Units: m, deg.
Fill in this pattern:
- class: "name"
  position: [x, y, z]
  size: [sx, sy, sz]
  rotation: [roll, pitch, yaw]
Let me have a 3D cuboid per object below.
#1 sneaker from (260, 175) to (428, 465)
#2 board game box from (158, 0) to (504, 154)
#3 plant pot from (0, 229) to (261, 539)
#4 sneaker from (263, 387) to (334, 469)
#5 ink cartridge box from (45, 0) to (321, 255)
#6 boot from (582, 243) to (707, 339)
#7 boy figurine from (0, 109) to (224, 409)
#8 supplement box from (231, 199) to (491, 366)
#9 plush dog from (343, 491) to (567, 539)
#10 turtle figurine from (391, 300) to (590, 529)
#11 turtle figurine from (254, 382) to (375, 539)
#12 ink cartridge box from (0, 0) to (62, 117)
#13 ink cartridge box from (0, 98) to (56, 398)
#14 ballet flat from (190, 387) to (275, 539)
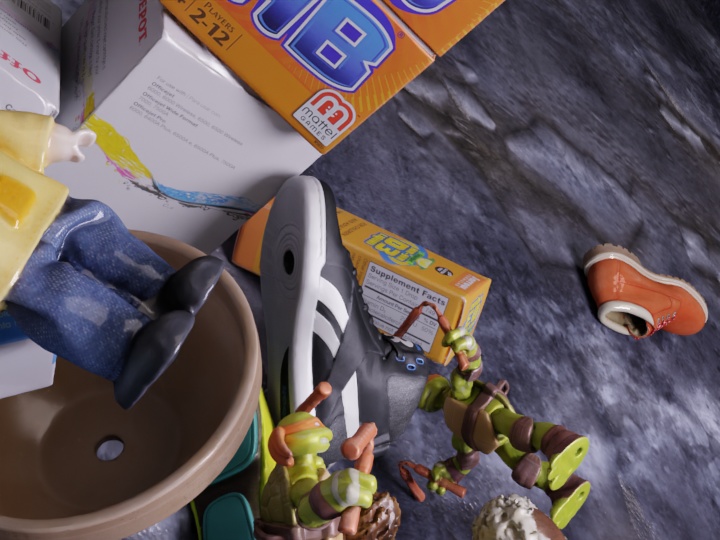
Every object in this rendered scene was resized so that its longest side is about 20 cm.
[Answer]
- class: "sneaker"
  position: [-0.007, 0.033, 0.817]
  size: [0.112, 0.073, 0.200]
  rotation: [-3, 101, -29]
- class: "board game box"
  position: [-0.011, -0.242, 0.743]
  size: [0.200, 0.200, 0.200]
  rotation: [42, 31, -18]
- class: "plant pot"
  position: [-0.151, 0.079, 0.670]
  size: [0.093, 0.200, 0.201]
  rotation: [83, -2, -50]
- class: "sneaker"
  position: [-0.012, 0.071, 0.939]
  size: [0.080, 0.076, 0.200]
  rotation: [39, 29, -3]
- class: "ink cartridge box"
  position: [-0.138, -0.110, 0.827]
  size: [0.145, 0.200, 0.147]
  rotation: [29, 37, -34]
- class: "boot"
  position: [0.363, 0.054, 1.476]
  size: [0.200, 0.075, 0.107]
  rotation: [24, 42, -26]
- class: "boy figurine"
  position: [-0.157, -0.029, 0.495]
  size: [0.200, 0.064, 0.124]
  rotation: [36, 48, -9]
- class: "supplement box"
  position: [0.000, 0.000, 0.947]
  size: [0.200, 0.069, 0.067]
  rotation: [27, 25, 15]
- class: "plush dog"
  position: [0.038, 0.246, 0.774]
  size: [0.171, 0.161, 0.200]
  rotation: [22, 41, -11]
- class: "turtle figurine"
  position: [0.095, 0.123, 0.876]
  size: [0.064, 0.200, 0.161]
  rotation: [-26, 43, -36]
- class: "turtle figurine"
  position: [-0.025, 0.148, 0.651]
  size: [0.064, 0.200, 0.162]
  rotation: [-8, 88, -14]
- class: "ink cartridge box"
  position: [-0.274, -0.151, 0.752]
  size: [0.148, 0.086, 0.200]
  rotation: [36, 17, -27]
- class: "ink cartridge box"
  position: [-0.207, -0.041, 0.586]
  size: [0.067, 0.116, 0.200]
  rotation: [-13, 76, -20]
- class: "ballet flat"
  position: [-0.078, 0.149, 0.779]
  size: [0.067, 0.067, 0.200]
  rotation: [48, 25, -52]
